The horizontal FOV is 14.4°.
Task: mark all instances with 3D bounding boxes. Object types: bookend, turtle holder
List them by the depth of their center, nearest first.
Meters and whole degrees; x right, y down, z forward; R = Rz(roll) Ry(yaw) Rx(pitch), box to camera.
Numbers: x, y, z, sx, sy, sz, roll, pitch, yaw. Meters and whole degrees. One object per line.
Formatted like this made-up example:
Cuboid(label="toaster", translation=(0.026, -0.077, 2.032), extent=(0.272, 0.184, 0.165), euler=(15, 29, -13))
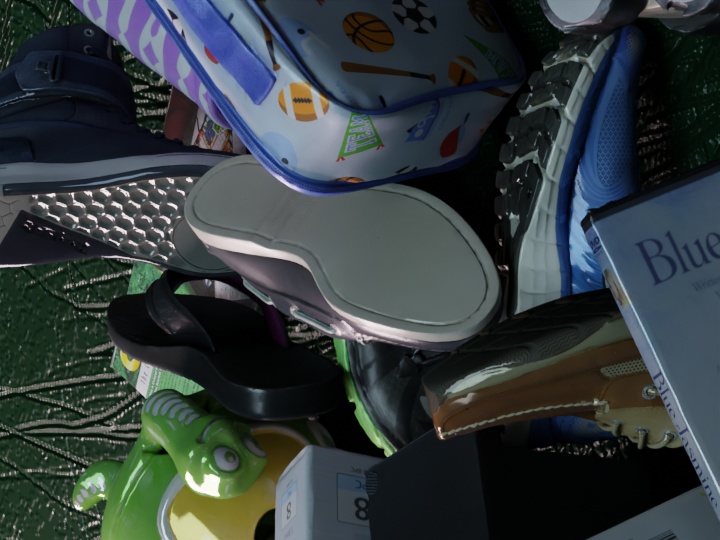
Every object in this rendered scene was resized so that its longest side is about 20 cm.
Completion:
Cuboid(label="bookend", translation=(0.116, 0.178, 1.301), extent=(0.092, 0.198, 0.201), euler=(-36, 55, 49))
Cuboid(label="turtle holder", translation=(-0.056, 0.125, 1.489), extent=(0.132, 0.141, 0.186), euler=(43, 136, 33))

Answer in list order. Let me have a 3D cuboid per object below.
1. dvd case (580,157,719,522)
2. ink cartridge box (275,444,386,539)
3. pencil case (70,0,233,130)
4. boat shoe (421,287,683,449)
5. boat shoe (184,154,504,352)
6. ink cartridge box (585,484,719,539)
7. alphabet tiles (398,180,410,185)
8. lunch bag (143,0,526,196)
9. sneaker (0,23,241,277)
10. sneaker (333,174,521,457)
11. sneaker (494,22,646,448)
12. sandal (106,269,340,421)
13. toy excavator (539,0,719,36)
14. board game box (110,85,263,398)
Cuboid(label="dvd case", translation=(0.195, 0.041, 1.179), extent=(0.201, 0.142, 0.018), euler=(65, 165, 10))
Cuboid(label="ink cartridge box", translation=(0.040, 0.190, 1.328), extent=(0.047, 0.159, 0.201), euler=(130, 146, -49))
Cuboid(label="pencil case", translation=(-0.102, -0.154, 1.495), extent=(0.200, 0.084, 0.086), euler=(41, 108, 32))
Cuboid(label="boat shoe", translation=(0.128, 0.042, 1.229), extent=(0.076, 0.199, 0.074), euler=(-103, -5, -80))
Cuboid(label="boat shoe", translation=(0.000, 0.000, 1.353), extent=(0.200, 0.073, 0.063), euler=(23, 154, 42))
Cuboid(label="ink cartridge box", translation=(0.169, 0.167, 1.199), extent=(0.145, 0.199, 0.084), euler=(54, 142, 22))
Cuboid(label="alphabet tiles", translation=(-0.033, -0.094, 1.497), extent=(0.200, 0.006, 0.167), euler=(24, 120, 43))
Cuboid(label="lunch bag", translation=(-0.027, -0.130, 1.351), extent=(0.200, 0.160, 0.076), euler=(52, 133, 21))
Cuboid(label="sneaker", translation=(-0.111, -0.068, 1.502), extent=(0.201, 0.147, 0.077), euler=(3, 130, 7))
Cuboid(label="sneaker", translation=(0.032, 0.020, 1.406), extent=(0.084, 0.077, 0.201), euler=(-23, 90, 47))
Cuboid(label="sneaker", translation=(0.110, -0.016, 1.313), extent=(0.079, 0.089, 0.201), euler=(-156, 74, -75))
Cuboid(label="sandal", translation=(-0.068, 0.028, 1.465), extent=(0.200, 0.075, 0.048), euler=(23, 119, 57))
Cuboid(label="toy excavator", translation=(0.161, -0.205, 1.179), extent=(0.194, 0.100, 0.201), euler=(-5, 90, 48))
Cuboid(label="board game box", translation=(-0.083, -0.002, 1.563), extent=(0.105, 0.023, 0.201), euler=(38, 128, 32))
